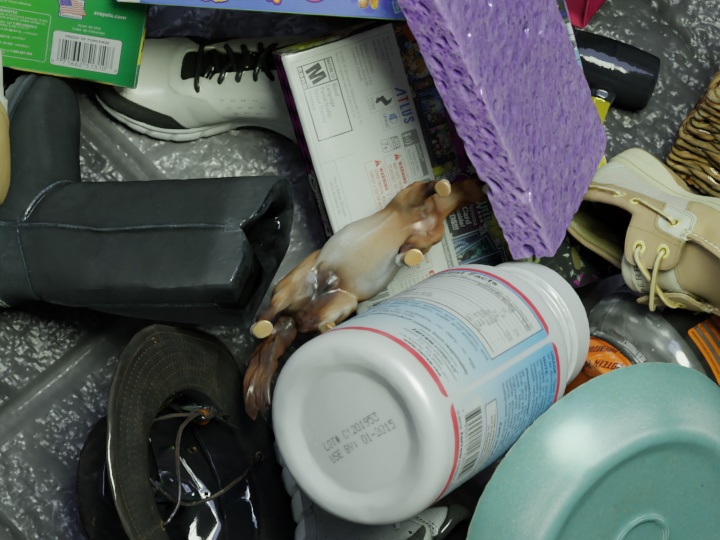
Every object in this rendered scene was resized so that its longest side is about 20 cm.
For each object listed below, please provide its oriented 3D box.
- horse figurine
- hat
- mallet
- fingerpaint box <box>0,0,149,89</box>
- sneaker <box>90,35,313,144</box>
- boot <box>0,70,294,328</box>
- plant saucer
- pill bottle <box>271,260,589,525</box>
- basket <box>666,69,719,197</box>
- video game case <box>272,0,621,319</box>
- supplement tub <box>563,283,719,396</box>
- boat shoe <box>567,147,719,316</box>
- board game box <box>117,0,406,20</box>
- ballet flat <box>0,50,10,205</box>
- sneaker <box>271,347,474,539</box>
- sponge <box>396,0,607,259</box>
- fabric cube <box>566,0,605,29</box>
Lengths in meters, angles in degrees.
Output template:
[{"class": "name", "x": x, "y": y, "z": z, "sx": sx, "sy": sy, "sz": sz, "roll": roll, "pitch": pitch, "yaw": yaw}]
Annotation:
[{"class": "horse figurine", "x": 0.000, "y": 0.000, "z": 1.305, "sx": 0.200, "sy": 0.133, "sz": 0.050, "roll": -40, "pitch": 94, "yaw": 6}, {"class": "hat", "x": -0.111, "y": 0.134, "z": 1.284, "sx": 0.081, "sy": 0.201, "sz": 0.201, "roll": -20, "pitch": 63, "yaw": 25}, {"class": "mallet", "x": 0.133, "y": -0.070, "z": 1.471, "sx": 0.066, "sy": 0.041, "sz": 0.200, "roll": 26, "pitch": 66, "yaw": 2}, {"class": "fingerpaint box", "x": -0.227, "y": -0.206, "z": 1.413, "sx": 0.200, "sy": 0.073, "sz": 0.167, "roll": 9, "pitch": 41, "yaw": -6}, {"class": "sneaker", "x": -0.071, "y": -0.125, "z": 1.431, "sx": 0.199, "sy": 0.080, "sz": 0.074, "roll": 4, "pitch": 65, "yaw": -7}, {"class": "boot", "x": -0.132, "y": -0.047, "z": 1.331, "sx": 0.200, "sy": 0.066, "sz": 0.165, "roll": -1, "pitch": 63, "yaw": 30}, {"class": "plant saucer", "x": 0.150, "y": 0.149, "z": 1.281, "sx": 0.200, "sy": 0.200, "sz": 0.036, "roll": -26, "pitch": 36, "yaw": -21}, {"class": "pill bottle", "x": 0.047, "y": 0.059, "z": 1.250, "sx": 0.109, "sy": 0.109, "sz": 0.200, "roll": 47, "pitch": 34, "yaw": 13}, {"class": "basket", "x": 0.326, "y": -0.096, "z": 1.458, "sx": 0.200, "sy": 0.143, "sz": 0.149, "roll": 35, "pitch": 64, "yaw": 7}, {"class": "video game case", "x": 0.059, "y": -0.066, "z": 1.379, "sx": 0.181, "sy": 0.036, "sz": 0.200, "roll": -20, "pitch": 105, "yaw": -10}, {"class": "supplement tub", "x": 0.220, "y": 0.044, "z": 1.380, "sx": 0.200, "sy": 0.123, "sz": 0.123, "roll": -29, "pitch": 73, "yaw": -22}, {"class": "boat shoe", "x": 0.181, "y": -0.008, "z": 1.304, "sx": 0.066, "sy": 0.074, "sz": 0.200, "roll": -26, "pitch": 27, "yaw": -13}, {"class": "board game box", "x": -0.028, "y": -0.191, "z": 1.322, "sx": 0.200, "sy": 0.045, "sz": 0.134, "roll": 7, "pitch": 25, "yaw": 29}, {"class": "ballet flat", "x": -0.243, "y": -0.134, "z": 1.307, "sx": 0.063, "sy": 0.069, "sz": 0.200, "roll": -36, "pitch": 105, "yaw": -23}, {"class": "sneaker", "x": 0.016, "y": 0.129, "z": 1.297, "sx": 0.075, "sy": 0.115, "sz": 0.200, "roll": 17, "pitch": 61, "yaw": -50}, {"class": "sponge", "x": 0.084, "y": -0.115, "z": 1.280, "sx": 0.030, "sy": 0.200, "sz": 0.112, "roll": -2, "pitch": 42, "yaw": 32}, {"class": "fabric cube", "x": 0.132, "y": -0.325, "z": 1.488, "sx": 0.196, "sy": 0.200, "sz": 0.199, "roll": 33, "pitch": 62, "yaw": 16}]
